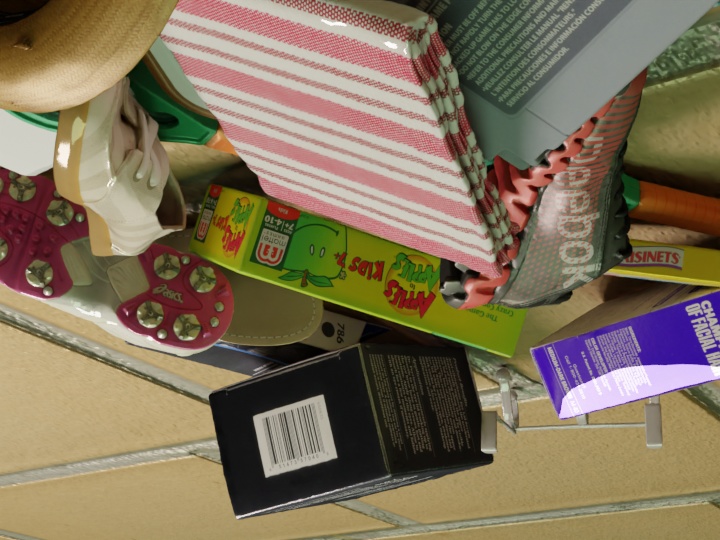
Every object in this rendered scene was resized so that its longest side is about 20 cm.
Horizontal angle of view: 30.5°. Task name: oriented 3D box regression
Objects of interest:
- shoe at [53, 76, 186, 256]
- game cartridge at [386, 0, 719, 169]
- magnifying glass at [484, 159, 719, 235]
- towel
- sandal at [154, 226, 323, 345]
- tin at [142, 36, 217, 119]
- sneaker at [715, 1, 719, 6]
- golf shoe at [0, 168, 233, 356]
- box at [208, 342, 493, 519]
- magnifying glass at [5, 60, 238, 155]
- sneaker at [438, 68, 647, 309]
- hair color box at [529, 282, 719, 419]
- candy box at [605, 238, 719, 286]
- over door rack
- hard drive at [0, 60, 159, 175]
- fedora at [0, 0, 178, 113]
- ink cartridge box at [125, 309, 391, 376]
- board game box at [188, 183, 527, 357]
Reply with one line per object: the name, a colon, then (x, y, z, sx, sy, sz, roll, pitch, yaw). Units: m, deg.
shoe: (-0.116, -0.056, 0.654, 0.053, 0.071, 0.200, 4, 165, -4)
game cartridge: (0.065, -0.126, 0.501, 0.133, 0.042, 0.200, 36, 142, -9)
magnifying glass: (0.149, -0.048, 0.815, 0.198, 0.023, 0.080, 9, 156, -19)
towel: (-0.011, -0.070, 0.575, 0.145, 0.030, 0.200, 21, 161, 26)
sandal: (-0.126, 0.000, 0.935, 0.210, 0.078, 0.070, 8, -170, 2)
tin: (-0.059, -0.134, 0.582, 0.111, 0.042, 0.200, -10, 150, 12)
sneaker: (0.136, -0.131, 0.565, 0.086, 0.078, 0.200, 5, 158, -18)
golf shoe: (-0.179, 0.003, 0.855, 0.199, 0.076, 0.092, 29, 161, 0)
box: (-0.002, 0.129, 1.077, 0.147, 0.105, 0.200, -19, 168, 25)
magnifying glass: (-0.098, -0.083, 0.699, 0.199, 0.023, 0.079, 16, 153, -27)
sneaker: (0.115, -0.049, 0.721, 0.097, 0.071, 0.201, 12, 135, -14)
hair color box: (0.232, 0.041, 0.931, 0.199, 0.065, 0.109, -25, 180, 45)
candy box: (0.136, -0.013, 0.850, 0.198, 0.027, 0.102, 7, 179, -3)
over door rack: (0.188, 0.115, 1.142, 0.146, 0.067, 0.200, -4, 178, 12)
hard drive: (-0.167, -0.109, 0.697, 0.199, 0.026, 0.131, -18, 151, 39)
fedora: (-0.111, -0.158, 0.457, 0.199, 0.202, 0.082, -14, -168, 33)
ink cartridge box: (-0.080, 0.053, 1.068, 0.199, 0.040, 0.099, 16, 153, -33)
board game box: (0.000, 0.000, 0.852, 0.199, 0.048, 0.101, 18, -179, -26)
